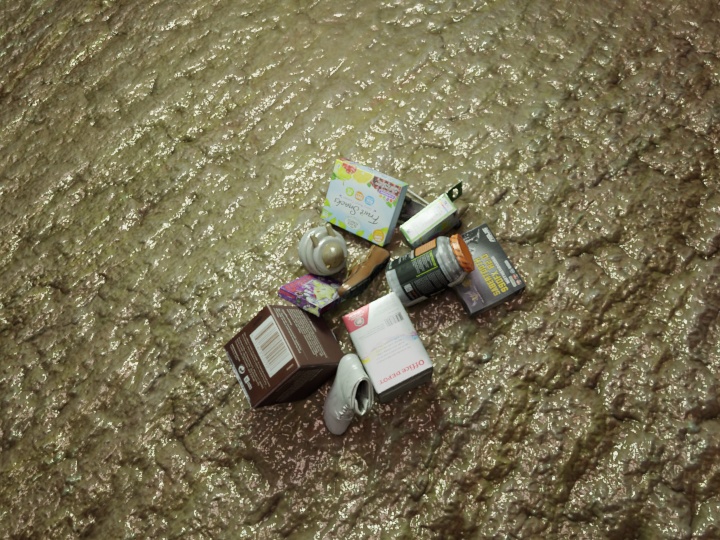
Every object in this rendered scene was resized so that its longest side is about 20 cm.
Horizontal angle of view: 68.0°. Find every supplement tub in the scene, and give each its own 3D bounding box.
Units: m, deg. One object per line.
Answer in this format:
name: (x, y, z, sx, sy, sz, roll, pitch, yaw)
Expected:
supplement tub: (0.171, -0.003, 1.310, 0.198, 0.122, 0.124, -26, 64, 23)

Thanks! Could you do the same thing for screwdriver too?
screwdriver: (0.193, -0.176, 1.465, 0.199, 0.028, 0.029, 34, 46, 16)

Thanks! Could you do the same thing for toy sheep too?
toy sheep: (-0.102, -0.054, 1.384, 0.138, 0.138, 0.199, -44, 26, -12)

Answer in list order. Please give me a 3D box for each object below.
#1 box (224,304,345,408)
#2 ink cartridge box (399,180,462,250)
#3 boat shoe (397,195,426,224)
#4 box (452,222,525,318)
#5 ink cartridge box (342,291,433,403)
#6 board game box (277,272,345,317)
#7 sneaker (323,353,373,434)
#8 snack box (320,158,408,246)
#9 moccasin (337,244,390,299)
box: (-0.169, 0.195, 1.232, 0.164, 0.199, 0.167, -42, 65, 20)
ink cartridge box: (0.201, -0.134, 1.386, 0.199, 0.104, 0.060, -38, 71, 2)
boat shoe: (0.098, -0.178, 1.458, 0.197, 0.065, 0.074, 15, 69, 12)
box: (0.302, -0.001, 1.368, 0.156, 0.048, 0.202, -24, 66, -4)
ink cartridge box: (0.066, 0.187, 1.264, 0.143, 0.145, 0.202, -24, 66, -5)
board game box: (-0.107, 0.053, 1.326, 0.118, 0.200, 0.033, 20, 108, 16)
sneaker: (-0.028, 0.305, 1.199, 0.072, 0.116, 0.203, 5, 109, -22)
snack box: (0.009, -0.184, 1.424, 0.198, 0.068, 0.171, 26, 113, 17)
moccasin: (0.000, -0.001, 1.357, 0.077, 0.074, 0.202, 35, 54, 10)
